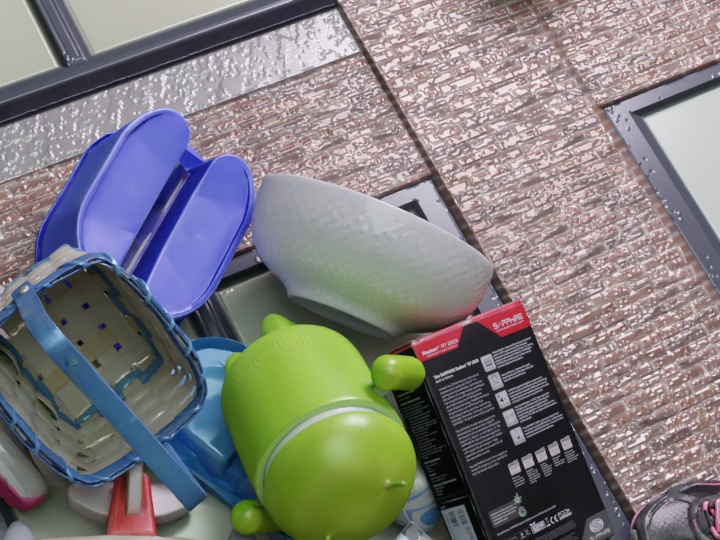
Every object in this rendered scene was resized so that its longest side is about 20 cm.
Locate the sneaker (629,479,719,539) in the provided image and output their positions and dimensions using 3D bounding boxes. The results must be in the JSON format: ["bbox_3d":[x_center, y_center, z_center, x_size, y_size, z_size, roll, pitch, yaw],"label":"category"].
[{"bbox_3d":[0.316,0.193,1.365,0.199,0.095,0.079,-9,68,-13],"label":"sneaker"}]

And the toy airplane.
[{"bbox_3d":[-0.165,0.221,1.233,0.199,0.141,0.200,44,65,11],"label":"toy airplane"}]

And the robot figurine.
[{"bbox_3d":[-0.032,0.119,1.237,0.175,0.116,0.200,-46,39,10],"label":"robot figurine"}]

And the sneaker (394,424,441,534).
[{"bbox_3d":[0.076,0.130,1.374,0.072,0.073,0.200,15,46,28],"label":"sneaker"}]

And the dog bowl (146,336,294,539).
[{"bbox_3d":[-0.082,0.139,1.339,0.200,0.050,0.112,35,64,6],"label":"dog bowl"}]

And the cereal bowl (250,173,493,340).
[{"bbox_3d":[0.000,0.000,1.349,0.199,0.200,0.084,22,83,0],"label":"cereal bowl"}]

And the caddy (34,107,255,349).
[{"bbox_3d":[-0.176,-0.033,1.375,0.141,0.105,0.201,37,59,-18],"label":"caddy"}]

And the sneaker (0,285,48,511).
[{"bbox_3d":[-0.278,0.087,1.309,0.088,0.081,0.201,-22,71,-18],"label":"sneaker"}]

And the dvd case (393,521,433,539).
[{"bbox_3d":[0.025,0.297,1.204,0.146,0.022,0.200,41,65,12],"label":"dvd case"}]

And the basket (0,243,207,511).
[{"bbox_3d":[-0.188,0.078,1.210,0.139,0.200,0.177,-40,113,-10],"label":"basket"}]

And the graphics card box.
[{"bbox_3d":[0.107,0.136,1.308,0.125,0.051,0.201,-19,84,-39],"label":"graphics card box"}]
